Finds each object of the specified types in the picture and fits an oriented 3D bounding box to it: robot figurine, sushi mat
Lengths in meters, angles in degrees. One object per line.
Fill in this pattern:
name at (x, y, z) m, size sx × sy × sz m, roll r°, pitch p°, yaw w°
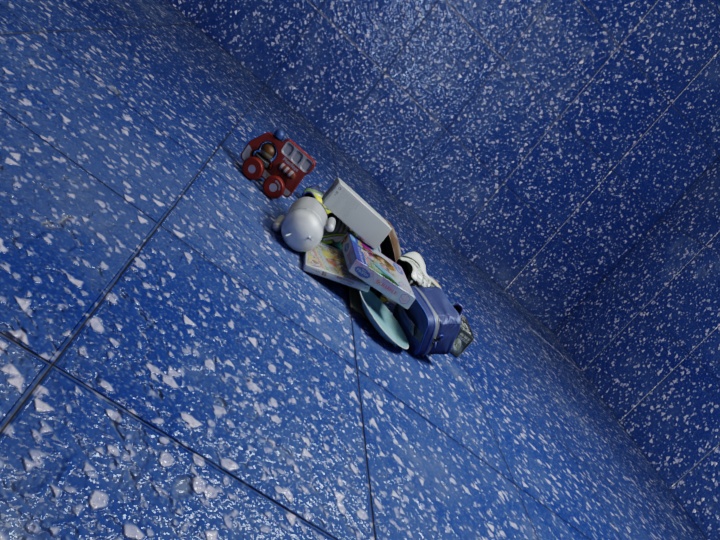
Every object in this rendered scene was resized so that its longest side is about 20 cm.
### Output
robot figurine at (-0.148, -0.122, 1.607) m, size 0.164 × 0.116 × 0.201 m, roll -2°, pitch 24°, yaw 5°
sushi mat at (0.004, 0.084, 1.643) m, size 0.095 × 0.012 × 0.201 m, roll 38°, pitch 16°, yaw -17°

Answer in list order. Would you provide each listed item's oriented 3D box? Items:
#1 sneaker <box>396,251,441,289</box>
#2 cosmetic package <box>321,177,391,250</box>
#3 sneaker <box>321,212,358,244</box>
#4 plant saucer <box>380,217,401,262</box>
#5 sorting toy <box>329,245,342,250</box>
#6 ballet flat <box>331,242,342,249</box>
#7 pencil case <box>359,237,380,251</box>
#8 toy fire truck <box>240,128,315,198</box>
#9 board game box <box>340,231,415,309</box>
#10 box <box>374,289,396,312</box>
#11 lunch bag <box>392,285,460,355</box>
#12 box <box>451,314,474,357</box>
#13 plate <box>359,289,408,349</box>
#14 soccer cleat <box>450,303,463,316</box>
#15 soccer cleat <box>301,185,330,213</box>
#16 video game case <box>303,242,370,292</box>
sneaker at (0.170, 0.041, 1.793) m, size 0.086 × 0.076 × 0.203 m, roll -12°, pitch 61°, yaw -42°
cosmetic package at (-0.012, -0.159, 1.695) m, size 0.199 × 0.081 × 0.113 m, roll 42°, pitch 8°, yaw -13°
sneaker at (-0.061, -0.130, 1.766) m, size 0.197 × 0.084 × 0.073 m, roll -19°, pitch 19°, yaw -40°
plant saucer at (0.093, -0.088, 2.011) m, size 0.200 × 0.036 × 0.206 m, roll 161°, pitch -89°, yaw -79°
sorting toy at (0.000, 0.000, 1.745) m, size 0.181 × 0.037 × 0.201 m, roll 15°, pitch 21°, yaw -28°
ballet flat at (-0.121, -0.113, 1.809) m, size 0.198 × 0.070 × 0.062 m, roll 35°, pitch -13°, yaw -36°
pencil case at (0.012, -0.095, 2.009) m, size 0.084 × 0.090 × 0.201 m, roll 52°, pitch 9°, yaw -27°
toy fire truck at (-0.250, -0.323, 1.814) m, size 0.199 × 0.169 × 0.112 m, roll 41°, pitch 14°, yaw -2°
board game box at (0.044, -0.004, 1.627) m, size 0.197 × 0.041 × 0.201 m, roll 33°, pitch 16°, yaw -21°
box at (0.097, 0.048, 1.859) m, size 0.136 × 0.040 × 0.203 m, roll 36°, pitch 28°, yaw -27°
lunch bag at (0.173, 0.140, 1.660) m, size 0.129 × 0.139 × 0.201 m, roll 3°, pitch 31°, yaw -25°
box at (0.257, 0.157, 1.953) m, size 0.198 × 0.086 × 0.164 m, roll 39°, pitch 15°, yaw -13°
plate at (0.055, 0.128, 1.580) m, size 0.201 × 0.025 × 0.201 m, roll 48°, pitch 12°, yaw -14°
soccer cleat at (0.241, 0.164, 1.777) m, size 0.065 × 0.083 × 0.201 m, roll 46°, pitch 48°, yaw -6°
soccer cleat at (-0.118, -0.196, 2.022) m, size 0.201 × 0.065 × 0.083 m, roll 47°, pitch 41°, yaw 6°
video game case at (-0.065, -0.018, 1.620) m, size 0.177 × 0.023 × 0.201 m, roll 19°, pitch 20°, yaw -12°
